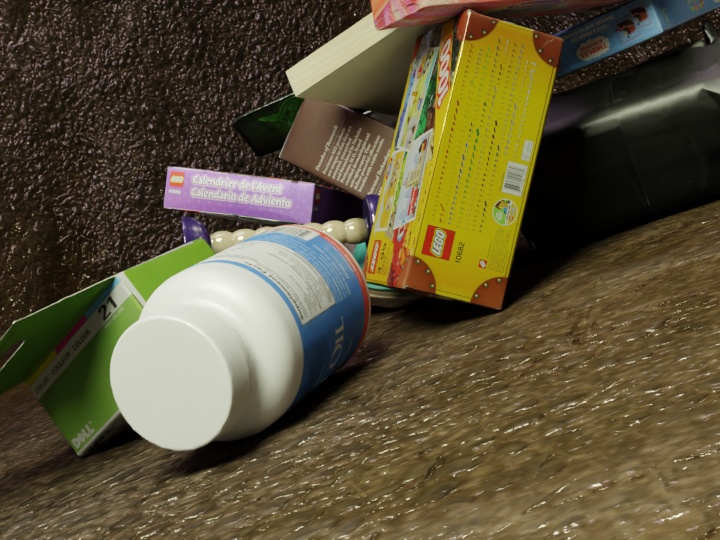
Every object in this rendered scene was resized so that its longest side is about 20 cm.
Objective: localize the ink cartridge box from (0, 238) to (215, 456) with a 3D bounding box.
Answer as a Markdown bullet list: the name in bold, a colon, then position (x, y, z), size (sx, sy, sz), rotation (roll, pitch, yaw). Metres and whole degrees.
- **ink cartridge box**: position (-0.189, 0.071, 0.953), size (0.148, 0.076, 0.200), rotation (-44, -8, 35)

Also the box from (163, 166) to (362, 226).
- **box**: position (-0.080, -0.062, 1.226), size (0.136, 0.039, 0.200), rotation (7, 1, 14)

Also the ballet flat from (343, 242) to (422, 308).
- **ballet flat**: position (0.000, 0.000, 1.158), size (0.199, 0.067, 0.069), rotation (8, 65, 30)

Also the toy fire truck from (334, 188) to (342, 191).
- **toy fire truck**: position (0.065, -0.065, 1.431), size (0.175, 0.130, 0.200), rotation (-22, -4, -7)

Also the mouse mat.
- **mouse mat**: position (-0.038, -0.156, 1.285), size (0.160, 0.008, 0.200), rotation (-24, -6, 1)

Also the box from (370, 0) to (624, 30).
- **box**: position (0.109, -0.242, 0.989), size (0.198, 0.104, 0.095), rotation (-8, 4, -22)

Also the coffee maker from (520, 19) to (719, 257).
- **coffee maker**: position (0.209, -0.101, 1.068), size (0.199, 0.136, 0.192), rotation (-20, 6, 15)

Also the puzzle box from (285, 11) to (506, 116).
- **puzzle box**: position (0.042, -0.181, 1.139), size (0.133, 0.026, 0.199), rotation (-30, -14, 27)

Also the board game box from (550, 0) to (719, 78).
- **board game box**: position (0.194, -0.192, 1.124), size (0.199, 0.037, 0.151), rotation (-20, 5, 41)

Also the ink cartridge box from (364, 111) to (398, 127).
- **ink cartridge box**: position (0.031, -0.141, 1.411), size (0.116, 0.068, 0.200), rotation (-22, 9, -7)

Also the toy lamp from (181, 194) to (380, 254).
- **toy lamp**: position (-0.045, -0.029, 1.083), size (0.198, 0.059, 0.058), rotation (-6, 4, -9)

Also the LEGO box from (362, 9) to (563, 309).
- **LEGO box**: position (0.072, -0.078, 0.998), size (0.077, 0.202, 0.149), rotation (14, -1, -12)

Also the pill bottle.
- **pill bottle**: position (-0.076, 0.043, 0.857), size (0.111, 0.113, 0.200), rotation (-18, 7, 25)

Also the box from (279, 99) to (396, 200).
- **box**: position (0.037, -0.085, 1.185), size (0.199, 0.075, 0.100), rotation (30, 7, 29)
